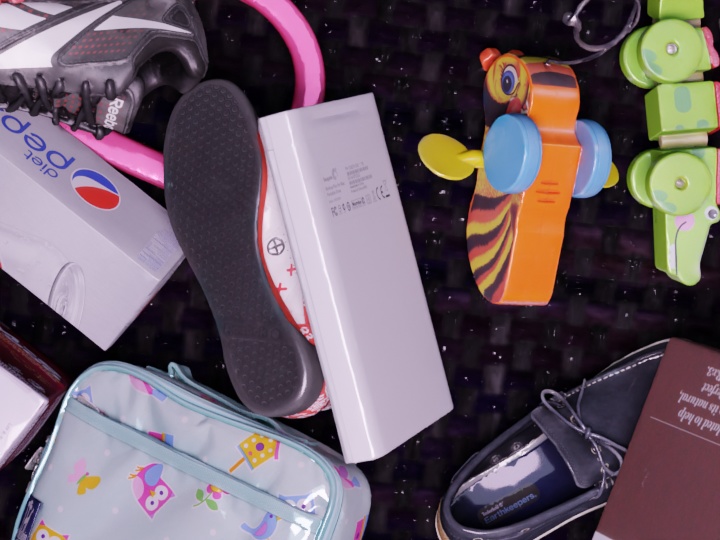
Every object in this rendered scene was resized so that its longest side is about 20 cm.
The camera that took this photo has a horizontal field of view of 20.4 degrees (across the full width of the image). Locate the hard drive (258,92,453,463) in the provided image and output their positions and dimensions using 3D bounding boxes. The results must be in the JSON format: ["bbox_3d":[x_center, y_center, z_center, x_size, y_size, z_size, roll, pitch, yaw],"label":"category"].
[{"bbox_3d":[0.000,0.000,1.170,0.026,0.132,0.200,-12,94,24],"label":"hard drive"}]

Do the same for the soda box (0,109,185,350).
[{"bbox_3d":[-0.200,-0.047,1.180,0.200,0.063,0.068,39,122,-4],"label":"soda box"}]

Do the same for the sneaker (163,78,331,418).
[{"bbox_3d":[-0.054,-0.010,1.186,0.067,0.108,0.202,-20,80,19],"label":"sneaker"}]

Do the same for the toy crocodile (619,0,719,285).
[{"bbox_3d":[0.196,-0.091,1.213,0.062,0.068,0.200,-3,91,-4],"label":"toy crocodile"}]

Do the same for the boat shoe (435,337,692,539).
[{"bbox_3d":[0.131,0.108,1.208,0.200,0.062,0.075,-33,68,-1],"label":"boat shoe"}]

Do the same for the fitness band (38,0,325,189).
[{"bbox_3d":[-0.118,-0.127,1.208,0.200,0.037,0.144,25,90,-3],"label":"fitness band"}]

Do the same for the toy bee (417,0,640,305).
[{"bbox_3d":[0.107,-0.085,1.204,0.131,0.109,0.200,26,104,-34],"label":"toy bee"}]

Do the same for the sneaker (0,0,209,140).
[{"bbox_3d":[-0.173,-0.117,1.123,0.200,0.071,0.098,-17,72,-22],"label":"sneaker"}]

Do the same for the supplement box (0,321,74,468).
[{"bbox_3d":[-0.226,0.057,1.123,0.109,0.200,0.061,38,87,-4],"label":"supplement box"}]

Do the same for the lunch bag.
[{"bbox_3d":[-0.102,0.144,1.162,0.200,0.077,0.161,22,93,22],"label":"lunch bag"}]

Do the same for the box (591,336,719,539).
[{"bbox_3d":[0.268,0.157,1.145,0.200,0.166,0.164,22,90,-26],"label":"box"}]
